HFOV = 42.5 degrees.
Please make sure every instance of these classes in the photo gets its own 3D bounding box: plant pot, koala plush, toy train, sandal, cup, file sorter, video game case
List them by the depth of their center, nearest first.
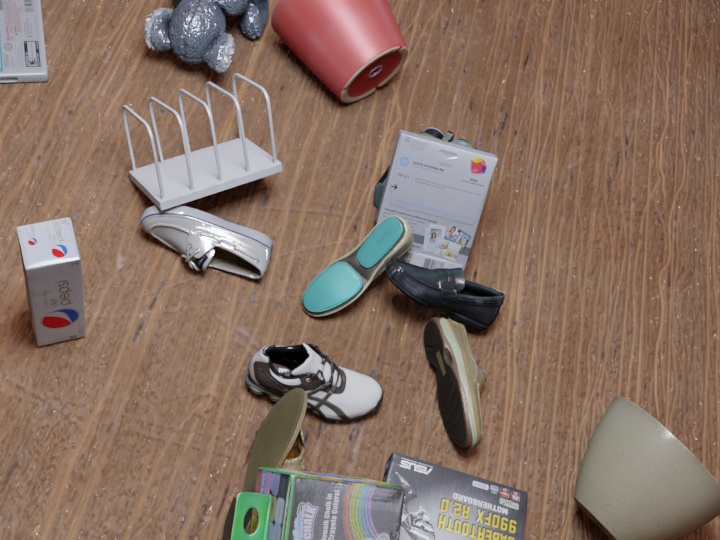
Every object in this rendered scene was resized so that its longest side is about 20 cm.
[{"bbox_3d":[-0.106,0.266,1.211,0.069,0.077,0.215,40,62,-34],"label":"sandal"},{"bbox_3d":[0.373,0.294,1.254,0.143,0.200,0.200,-43,76,-4],"label":"cup"},{"bbox_3d":[-0.238,-0.197,1.369,0.197,0.127,0.138,-21,33,-25],"label":"file sorter"},{"bbox_3d":[-0.598,-0.381,1.473,0.178,0.024,0.204,-6,63,-18],"label":"video game case"},{"bbox_3d":[0.105,-0.154,1.496,0.112,0.086,0.201,26,56,13],"label":"toy train"},{"bbox_3d":[-0.256,-0.425,1.515,0.174,0.184,0.203,23,69,0],"label":"koala plush"},{"bbox_3d":[-0.023,-0.396,1.547,0.198,0.201,0.179,-30,79,-28],"label":"plant pot"}]

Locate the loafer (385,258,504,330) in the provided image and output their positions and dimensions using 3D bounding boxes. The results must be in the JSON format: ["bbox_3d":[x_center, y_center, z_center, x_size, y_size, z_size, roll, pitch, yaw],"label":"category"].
[{"bbox_3d":[0.126,0.023,1.366,0.198,0.071,0.069,24,23,-25],"label":"loafer"}]

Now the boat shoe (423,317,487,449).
[{"bbox_3d":[0.152,0.158,1.333,0.075,0.072,0.204,4,58,-26],"label":"boat shoe"}]

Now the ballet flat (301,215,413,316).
[{"bbox_3d":[0.000,0.000,1.372,0.199,0.069,0.070,-39,72,6],"label":"ballet flat"}]

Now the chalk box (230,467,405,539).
[{"bbox_3d":[-0.064,0.307,1.110,0.196,0.123,0.128,13,78,-23],"label":"chalk box"}]

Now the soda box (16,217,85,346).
[{"bbox_3d":[-0.394,0.019,1.186,0.067,0.201,0.065,-12,61,-21],"label":"soda box"}]

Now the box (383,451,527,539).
[{"bbox_3d":[0.115,0.347,1.220,0.196,0.049,0.161,18,57,-4],"label":"box"}]

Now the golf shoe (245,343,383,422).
[{"bbox_3d":[-0.057,0.150,1.264,0.195,0.095,0.079,11,56,-10],"label":"golf shoe"}]

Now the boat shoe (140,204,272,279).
[{"bbox_3d":[-0.227,-0.035,1.344,0.196,0.071,0.071,18,54,-12],"label":"boat shoe"}]

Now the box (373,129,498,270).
[{"bbox_3d":[0.106,-0.094,1.401,0.152,0.204,0.041,13,18,-6],"label":"box"}]
